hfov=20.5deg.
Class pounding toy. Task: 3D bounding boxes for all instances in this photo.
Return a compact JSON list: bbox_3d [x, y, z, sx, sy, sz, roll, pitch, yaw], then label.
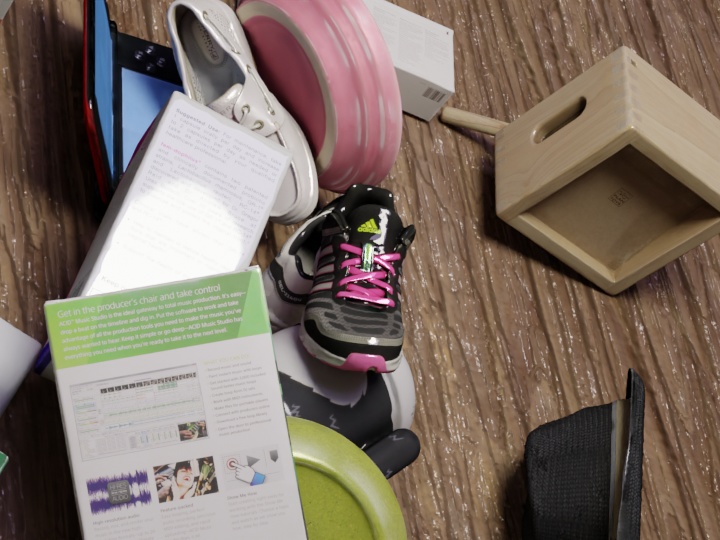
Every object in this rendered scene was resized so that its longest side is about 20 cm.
[{"bbox_3d":[0.202,-0.096,1.764,0.184,0.200,0.142,33,41,-30],"label":"pounding toy"}]

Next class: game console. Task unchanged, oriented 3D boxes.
[{"bbox_3d":[-0.158,-0.139,1.565,0.172,0.119,0.200,15,49,-25],"label":"game console"}]

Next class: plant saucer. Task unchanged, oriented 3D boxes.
[{"bbox_3d":[-0.046,-0.152,1.603,0.051,0.201,0.201,-25,72,-29],"label":"plant saucer"},{"bbox_3d":[-0.060,0.198,1.334,0.200,0.031,0.200,0,90,-14],"label":"plant saucer"}]

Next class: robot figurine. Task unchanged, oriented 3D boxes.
[{"bbox_3d":[-0.048,0.104,1.437,0.200,0.125,0.150,-24,82,-44],"label":"robot figurine"}]

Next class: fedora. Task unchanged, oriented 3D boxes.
[{"bbox_3d":[0.172,0.167,1.550,0.091,0.201,0.201,3,47,7],"label":"fedora"}]

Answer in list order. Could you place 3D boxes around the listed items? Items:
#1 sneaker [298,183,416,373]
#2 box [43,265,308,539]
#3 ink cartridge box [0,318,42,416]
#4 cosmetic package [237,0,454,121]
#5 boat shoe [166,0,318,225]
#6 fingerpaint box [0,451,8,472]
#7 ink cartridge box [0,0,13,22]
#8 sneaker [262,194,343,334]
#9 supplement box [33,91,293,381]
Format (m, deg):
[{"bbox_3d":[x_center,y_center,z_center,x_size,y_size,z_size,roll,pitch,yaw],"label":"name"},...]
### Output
[{"bbox_3d":[0.000,0.000,1.426,0.074,0.088,0.200,10,27,-5],"label":"sneaker"},{"bbox_3d":[-0.118,0.107,1.290,0.144,0.036,0.200,-9,87,-10],"label":"box"},{"bbox_3d":[-0.338,0.068,1.321,0.200,0.043,0.196,33,42,-6],"label":"ink cartridge box"},{"bbox_3d":[-0.013,-0.209,1.778,0.200,0.051,0.083,21,48,-21],"label":"cosmetic package"},{"bbox_3d":[-0.102,-0.125,1.569,0.200,0.071,0.069,61,18,8],"label":"boat shoe"},{"bbox_3d":[-0.337,0.122,1.183,0.200,0.167,0.073,35,41,-8],"label":"fingerpaint box"},{"bbox_3d":[-0.328,-0.272,1.534,0.083,0.145,0.200,5,53,-31],"label":"ink cartridge box"},{"bbox_3d":[-0.014,-0.016,1.591,0.076,0.088,0.200,39,41,0],"label":"sneaker"},{"bbox_3d":[-0.137,-0.008,1.399,0.103,0.101,0.200,26,62,-12],"label":"supplement box"}]
